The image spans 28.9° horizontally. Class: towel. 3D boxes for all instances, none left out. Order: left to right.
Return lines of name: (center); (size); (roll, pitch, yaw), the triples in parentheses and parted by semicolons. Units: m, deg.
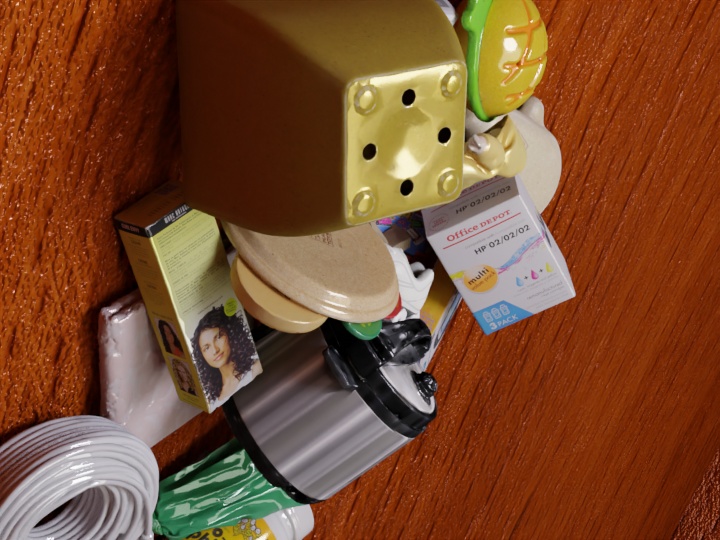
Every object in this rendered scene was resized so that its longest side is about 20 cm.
towel: (-0.177, 0.075, 1.352); (0.190, 0.032, 0.201); (-34, 145, -37)

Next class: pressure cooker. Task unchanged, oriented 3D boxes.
pressure cooker: (-0.017, 0.111, 1.378); (0.199, 0.177, 0.179); (-36, 122, 14)

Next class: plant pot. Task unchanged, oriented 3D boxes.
plant pot: (-0.018, -0.130, 1.132); (0.194, 0.200, 0.196); (-14, 118, -30)

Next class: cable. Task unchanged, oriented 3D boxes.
cable: (-0.277, 0.221, 1.287); (0.199, 0.069, 0.202); (-12, 132, -40)

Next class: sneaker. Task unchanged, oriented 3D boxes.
sneaker: (0.000, 0.000, 1.475); (0.199, 0.075, 0.082); (25, 99, -44)

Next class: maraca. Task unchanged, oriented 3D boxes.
maraca: (0.136, -0.241, 1.432); (0.201, 0.106, 0.138); (74, 33, -52)

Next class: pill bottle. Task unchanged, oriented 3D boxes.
pill bottle: (-0.149, 0.315, 1.555); (0.199, 0.112, 0.114); (-34, 145, -34)

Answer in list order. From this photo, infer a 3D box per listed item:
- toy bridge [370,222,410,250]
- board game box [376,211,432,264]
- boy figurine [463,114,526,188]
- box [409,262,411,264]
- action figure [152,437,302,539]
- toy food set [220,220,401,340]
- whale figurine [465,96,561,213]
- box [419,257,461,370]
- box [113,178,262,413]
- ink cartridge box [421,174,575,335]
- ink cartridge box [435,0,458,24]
toy bridge: (0.029, -0.088, 1.463); (0.067, 0.027, 0.201); (-30, 145, -29)
board game box: (0.047, -0.069, 1.566); (0.104, 0.019, 0.200); (-60, 151, 5)
boy figurine: (0.096, -0.112, 1.409); (0.199, 0.065, 0.124); (-19, 173, -33)
box: (-0.014, 0.085, 1.595); (0.199, 0.036, 0.144); (-30, 149, -42)
action figure: (-0.155, 0.234, 1.498); (0.198, 0.055, 0.119); (-22, 102, -22)
toy food set: (-0.046, -0.014, 1.294); (0.197, 0.201, 0.049); (12, 126, -37)
whale figurine: (0.144, -0.141, 1.586); (0.159, 0.103, 0.200); (-51, 127, -18)
box: (0.085, 0.050, 1.646); (0.119, 0.041, 0.201); (96, 19, -64)
box: (-0.151, 0.024, 1.256); (0.075, 0.050, 0.202); (-39, 127, -33)
ink cartridge box: (0.142, -0.036, 1.534); (0.114, 0.068, 0.201); (-25, 125, 14)
ink cartridge box: (-0.011, -0.185, 1.354); (0.162, 0.050, 0.200); (-11, 145, -54)
